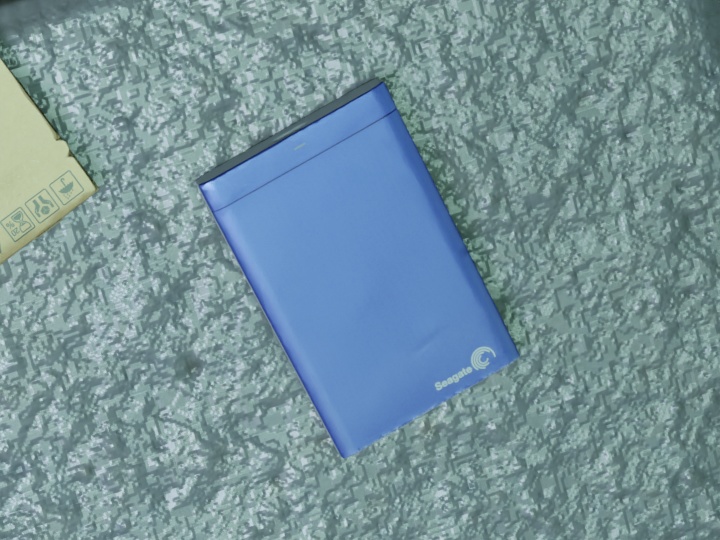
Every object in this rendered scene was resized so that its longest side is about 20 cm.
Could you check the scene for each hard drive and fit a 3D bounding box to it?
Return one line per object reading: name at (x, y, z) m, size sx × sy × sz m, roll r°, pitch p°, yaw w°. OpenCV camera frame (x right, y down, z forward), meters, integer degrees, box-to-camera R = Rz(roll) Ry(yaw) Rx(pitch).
hard drive at (0.000, 0.000, 1.616) m, size 0.131 × 0.025 × 0.201 m, roll -29°, pitch 107°, yaw -6°

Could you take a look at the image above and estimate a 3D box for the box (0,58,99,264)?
box at (-0.282, -0.053, 1.539) m, size 0.200 × 0.021 × 0.164 m, roll -37°, pitch 108°, yaw -3°
